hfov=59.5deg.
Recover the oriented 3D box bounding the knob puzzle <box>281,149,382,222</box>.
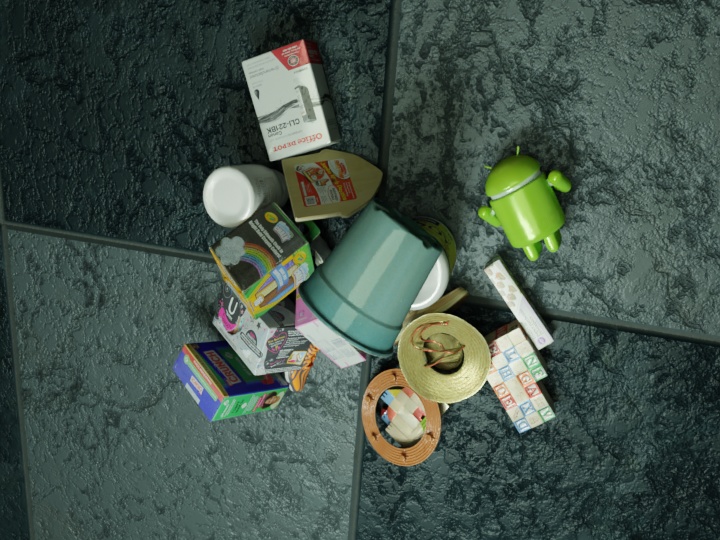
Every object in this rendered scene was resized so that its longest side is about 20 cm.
[{"bbox_3d":[-0.049,-0.170,1.261,0.213,0.223,0.031,14,139,11],"label":"knob puzzle"}]

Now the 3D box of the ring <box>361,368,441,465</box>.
[{"bbox_3d":[0.082,0.315,1.347,0.196,0.019,0.208,0,89,34],"label":"ring"}]

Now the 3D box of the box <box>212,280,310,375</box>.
[{"bbox_3d":[-0.210,0.114,1.348,0.199,0.130,0.117,38,115,41],"label":"box"}]

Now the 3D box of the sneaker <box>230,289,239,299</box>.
[{"bbox_3d":[-0.183,0.011,1.329,0.081,0.200,0.074,30,140,16],"label":"sneaker"}]

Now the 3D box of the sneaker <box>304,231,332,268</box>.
[{"bbox_3d":[-0.066,0.010,1.334,0.199,0.116,0.074,42,110,0],"label":"sneaker"}]

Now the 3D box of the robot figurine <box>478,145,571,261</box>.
[{"bbox_3d":[0.310,-0.126,1.190,0.173,0.115,0.204,-26,97,32],"label":"robot figurine"}]

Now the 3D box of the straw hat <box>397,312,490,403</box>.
[{"bbox_3d":[0.171,0.161,1.298,0.194,0.085,0.207,2,111,6],"label":"straw hat"}]

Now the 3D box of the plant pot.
[{"bbox_3d":[0.027,0.002,1.058,0.198,0.200,0.198,36,104,3],"label":"plant pot"}]

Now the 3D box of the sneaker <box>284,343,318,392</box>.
[{"bbox_3d":[-0.107,0.184,1.413,0.109,0.078,0.206,9,107,14],"label":"sneaker"}]

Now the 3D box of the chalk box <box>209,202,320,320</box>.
[{"bbox_3d":[-0.168,-0.031,1.216,0.198,0.125,0.125,-36,66,-16],"label":"chalk box"}]

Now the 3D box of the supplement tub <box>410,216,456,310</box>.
[{"bbox_3d":[0.113,-0.022,1.228,0.141,0.200,0.150,4,107,14],"label":"supplement tub"}]

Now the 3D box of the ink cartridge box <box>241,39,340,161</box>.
[{"bbox_3d":[-0.137,-0.339,1.273,0.140,0.084,0.206,-12,102,17],"label":"ink cartridge box"}]

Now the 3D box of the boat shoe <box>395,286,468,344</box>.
[{"bbox_3d":[0.134,0.082,1.321,0.197,0.071,0.066,-33,73,17],"label":"boat shoe"}]

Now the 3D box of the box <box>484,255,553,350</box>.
[{"bbox_3d":[0.322,0.065,1.280,0.038,0.041,0.202,-33,93,21],"label":"box"}]

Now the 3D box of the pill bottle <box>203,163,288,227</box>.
[{"bbox_3d":[-0.223,-0.157,1.281,0.111,0.200,0.118,3,102,17],"label":"pill bottle"}]

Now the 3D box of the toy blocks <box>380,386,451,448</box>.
[{"bbox_3d":[0.108,0.295,1.385,0.136,0.099,0.202,41,112,14],"label":"toy blocks"}]

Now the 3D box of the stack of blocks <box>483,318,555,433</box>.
[{"bbox_3d":[0.331,0.219,1.310,0.113,0.059,0.203,-30,96,21],"label":"stack of blocks"}]

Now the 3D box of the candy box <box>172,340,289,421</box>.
[{"bbox_3d":[-0.282,0.233,1.382,0.169,0.197,0.078,43,114,30],"label":"candy box"}]

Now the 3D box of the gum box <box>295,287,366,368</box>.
[{"bbox_3d":[-0.057,0.107,1.309,0.065,0.116,0.200,-19,139,20],"label":"gum box"}]
